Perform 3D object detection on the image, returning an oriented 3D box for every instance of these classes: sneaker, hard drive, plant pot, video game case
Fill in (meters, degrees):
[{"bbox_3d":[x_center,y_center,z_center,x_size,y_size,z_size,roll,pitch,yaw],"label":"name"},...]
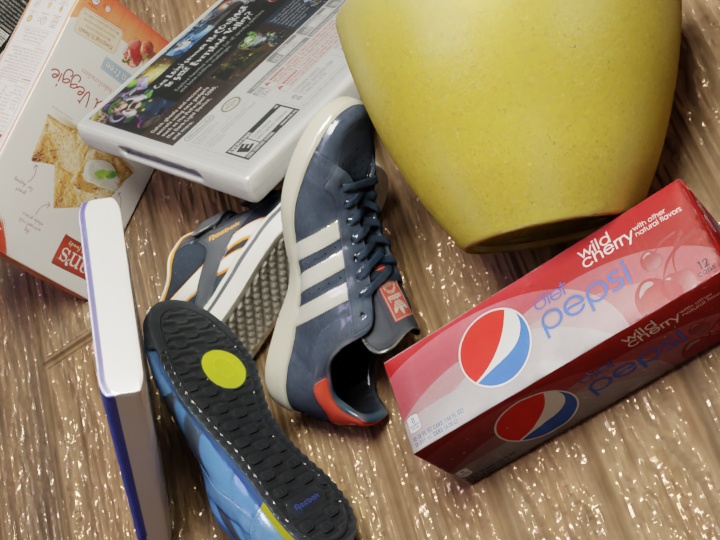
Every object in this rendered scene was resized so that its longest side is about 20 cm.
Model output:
[{"bbox_3d":[0.000,0.000,0.838,0.084,0.075,0.202,20,115,32],"label":"sneaker"},{"bbox_3d":[-0.082,0.111,0.851,0.201,0.066,0.079,53,134,19],"label":"sneaker"},{"bbox_3d":[-0.144,0.069,0.867,0.025,0.201,0.133,-9,56,-8],"label":"hard drive"},{"bbox_3d":[0.095,-0.090,0.788,0.198,0.199,0.144,-15,82,29],"label":"plant pot"},{"bbox_3d":[-0.069,-0.135,0.955,0.181,0.023,0.200,19,56,40],"label":"video game case"},{"bbox_3d":[-0.071,-0.012,0.921,0.200,0.078,0.080,-47,54,8],"label":"sneaker"}]

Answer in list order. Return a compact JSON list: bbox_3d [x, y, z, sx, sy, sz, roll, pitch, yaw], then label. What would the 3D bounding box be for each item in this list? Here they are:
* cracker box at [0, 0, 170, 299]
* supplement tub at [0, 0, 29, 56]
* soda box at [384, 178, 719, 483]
[{"bbox_3d":[-0.214,-0.097,1.027,0.057,0.134,0.202,19,80,38],"label":"cracker box"},{"bbox_3d":[-0.311,-0.201,1.155,0.200,0.122,0.123,-49,50,5],"label":"supplement tub"},{"bbox_3d":[0.115,0.038,0.771,0.199,0.070,0.064,-33,52,18],"label":"soda box"}]
